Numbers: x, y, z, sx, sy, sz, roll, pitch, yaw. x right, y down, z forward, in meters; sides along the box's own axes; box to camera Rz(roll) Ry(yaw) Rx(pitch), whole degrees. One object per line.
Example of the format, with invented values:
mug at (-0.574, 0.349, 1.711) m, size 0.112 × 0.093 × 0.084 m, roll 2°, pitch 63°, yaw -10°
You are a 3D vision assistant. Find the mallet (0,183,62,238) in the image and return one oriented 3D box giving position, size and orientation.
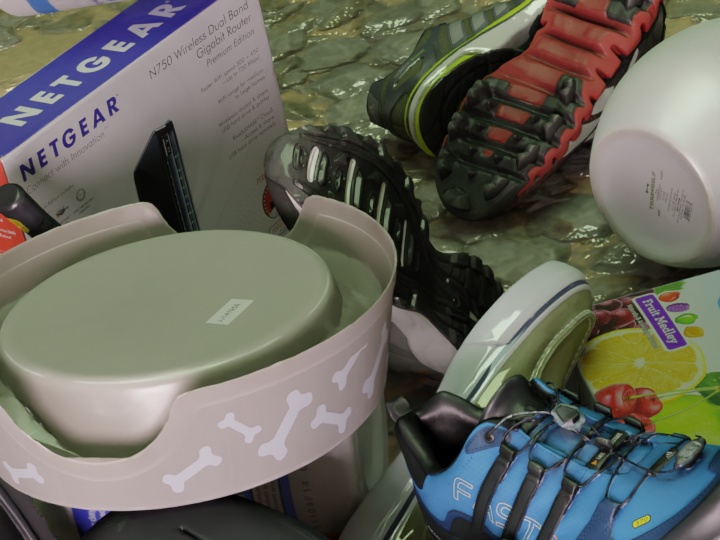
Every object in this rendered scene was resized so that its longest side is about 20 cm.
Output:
mallet at (-0.105, 0.018, 1.132) m, size 0.066 × 0.200 × 0.041 m, roll 21°, pitch 74°, yaw 35°

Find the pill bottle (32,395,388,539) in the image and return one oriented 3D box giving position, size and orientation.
pill bottle at (-0.093, 0.080, 1.092) m, size 0.199 × 0.112 × 0.112 m, roll -5°, pitch 32°, yaw 9°

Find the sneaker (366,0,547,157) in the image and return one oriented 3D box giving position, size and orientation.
sneaker at (0.083, -0.137, 1.415) m, size 0.200 × 0.074 × 0.081 m, roll -33°, pitch 35°, yaw -33°

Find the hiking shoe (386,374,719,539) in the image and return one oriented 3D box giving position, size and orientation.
hiking shoe at (0.081, 0.083, 0.916) m, size 0.074 × 0.087 × 0.200 m, roll -40°, pitch 15°, yaw -35°

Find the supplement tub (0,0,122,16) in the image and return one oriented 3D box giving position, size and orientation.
supplement tub at (-0.098, -0.207, 1.189) m, size 0.199 × 0.132 × 0.132 m, roll -8°, pitch 32°, yaw 9°

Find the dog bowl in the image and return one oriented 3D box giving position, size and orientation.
dog bowl at (-0.079, 0.033, 0.985) m, size 0.200 × 0.059 × 0.200 m, roll -8°, pitch 26°, yaw 4°

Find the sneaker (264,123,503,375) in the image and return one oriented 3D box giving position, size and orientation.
sneaker at (0.000, 0.000, 1.130) m, size 0.079 × 0.200 × 0.074 m, roll -6°, pitch 58°, yaw 26°

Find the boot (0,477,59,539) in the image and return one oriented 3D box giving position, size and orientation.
boot at (-0.197, 0.165, 0.950) m, size 0.066 × 0.165 × 0.200 m, roll -40°, pitch 5°, yaw 40°

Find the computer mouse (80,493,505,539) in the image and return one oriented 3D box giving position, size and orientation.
computer mouse at (-0.041, 0.126, 0.909) m, size 0.200 × 0.053 × 0.138 m, roll 15°, pitch 41°, yaw 36°

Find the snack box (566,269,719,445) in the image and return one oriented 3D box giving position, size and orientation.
snack box at (0.205, 0.049, 1.095) m, size 0.200 × 0.053 × 0.142 m, roll -15°, pitch 33°, yaw -6°

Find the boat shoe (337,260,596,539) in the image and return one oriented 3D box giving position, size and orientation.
boat shoe at (0.059, 0.086, 1.058) m, size 0.062 × 0.072 × 0.200 m, roll 26°, pitch 69°, yaw 22°

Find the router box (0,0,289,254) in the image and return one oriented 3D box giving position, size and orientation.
router box at (-0.115, -0.033, 1.213) m, size 0.049 × 0.180 × 0.200 m, roll 13°, pitch 40°, yaw 35°

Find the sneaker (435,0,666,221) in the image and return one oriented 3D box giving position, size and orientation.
sneaker at (0.117, -0.098, 1.343) m, size 0.071 × 0.098 × 0.201 m, roll 26°, pitch 70°, yaw 29°

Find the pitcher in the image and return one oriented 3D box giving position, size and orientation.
pitcher at (0.212, -0.104, 1.223) m, size 0.121 × 0.172 × 0.200 m, roll 27°, pitch 47°, yaw 33°
